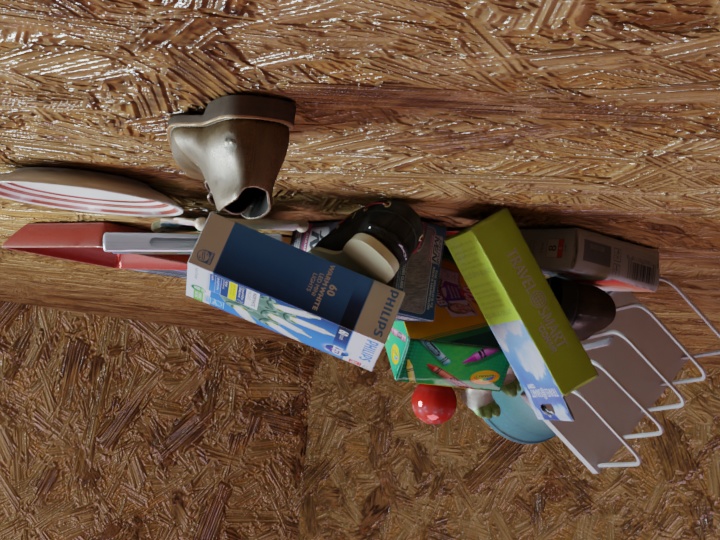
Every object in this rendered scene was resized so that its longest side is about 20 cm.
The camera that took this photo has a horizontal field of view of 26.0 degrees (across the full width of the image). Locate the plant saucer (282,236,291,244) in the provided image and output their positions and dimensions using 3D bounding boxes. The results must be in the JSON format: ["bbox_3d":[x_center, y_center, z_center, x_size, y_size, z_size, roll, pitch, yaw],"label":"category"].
[{"bbox_3d":[-0.101,-0.016,1.901,0.199,0.038,0.200,5,175,0],"label":"plant saucer"}]

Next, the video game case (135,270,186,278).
[{"bbox_3d":[-0.238,-0.003,2.262,0.142,0.019,0.200,10,172,-39],"label":"video game case"}]

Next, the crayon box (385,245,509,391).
[{"bbox_3d":[0.082,0.045,1.687,0.118,0.058,0.200,7,-148,-16],"label":"crayon box"}]

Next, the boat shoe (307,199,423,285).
[{"bbox_3d":[0.003,-0.019,1.517,0.074,0.063,0.201,42,159,-9],"label":"boat shoe"}]

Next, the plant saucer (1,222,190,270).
[{"bbox_3d":[-0.312,-0.031,1.960,0.199,0.037,0.200,1,172,40],"label":"plant saucer"}]

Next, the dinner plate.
[{"bbox_3d":[-0.270,-0.077,1.512,0.199,0.024,0.200,5,174,1],"label":"dinner plate"}]

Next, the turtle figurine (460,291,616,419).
[{"bbox_3d":[0.209,0.088,1.812,0.199,0.194,0.144,14,-144,-12],"label":"turtle figurine"}]

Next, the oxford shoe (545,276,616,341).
[{"bbox_3d":[0.205,0.046,1.613,0.084,0.073,0.200,10,179,-14],"label":"oxford shoe"}]

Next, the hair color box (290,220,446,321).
[{"bbox_3d":[0.000,0.000,1.631,0.060,0.101,0.200,14,171,-36],"label":"hair color box"}]

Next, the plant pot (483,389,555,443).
[{"bbox_3d":[0.267,0.112,2.045,0.199,0.201,0.188,9,160,-33],"label":"plant pot"}]

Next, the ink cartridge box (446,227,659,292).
[{"bbox_3d":[0.185,-0.009,1.624,0.199,0.050,0.162,-3,169,41],"label":"ink cartridge box"}]

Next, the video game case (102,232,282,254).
[{"bbox_3d":[-0.183,-0.028,1.675,0.181,0.022,0.200,0,-179,-8],"label":"video game case"}]

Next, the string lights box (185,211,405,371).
[{"bbox_3d":[-0.064,0.021,1.496,0.199,0.059,0.103,23,160,1],"label":"string lights box"}]

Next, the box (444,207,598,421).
[{"bbox_3d":[0.155,0.044,1.481,0.048,0.201,0.122,-29,-179,-10],"label":"box"}]

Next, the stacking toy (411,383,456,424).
[{"bbox_3d":[0.098,0.083,1.862,0.085,0.201,0.085,5,175,0],"label":"stacking toy"}]

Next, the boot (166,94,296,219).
[{"bbox_3d":[-0.100,-0.074,1.121,0.073,0.076,0.200,5,176,-18],"label":"boot"}]

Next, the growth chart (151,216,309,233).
[{"bbox_3d":[-0.143,-0.048,1.616,0.144,0.018,0.200,0,-179,-24],"label":"growth chart"}]

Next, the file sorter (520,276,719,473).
[{"bbox_3d":[0.323,0.123,1.877,0.139,0.200,0.124,46,160,-10],"label":"file sorter"}]
